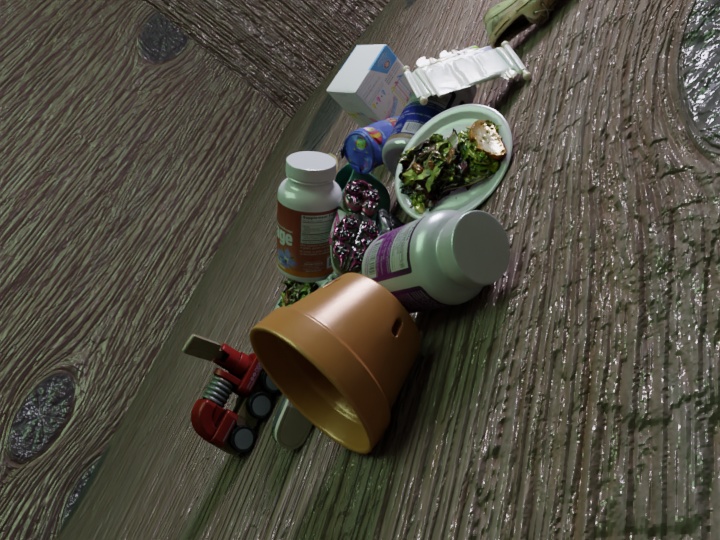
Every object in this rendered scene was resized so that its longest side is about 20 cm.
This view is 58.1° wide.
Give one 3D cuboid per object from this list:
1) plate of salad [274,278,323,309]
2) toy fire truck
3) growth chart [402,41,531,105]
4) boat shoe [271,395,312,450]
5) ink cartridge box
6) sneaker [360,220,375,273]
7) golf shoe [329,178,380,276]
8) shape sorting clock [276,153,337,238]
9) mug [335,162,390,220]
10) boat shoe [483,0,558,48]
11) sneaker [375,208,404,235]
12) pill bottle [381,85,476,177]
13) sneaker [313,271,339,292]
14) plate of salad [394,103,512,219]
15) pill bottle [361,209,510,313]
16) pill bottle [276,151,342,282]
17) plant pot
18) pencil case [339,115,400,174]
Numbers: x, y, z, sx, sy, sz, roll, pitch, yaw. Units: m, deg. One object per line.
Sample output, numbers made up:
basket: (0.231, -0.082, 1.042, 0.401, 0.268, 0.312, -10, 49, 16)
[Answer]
plate of salad: (-0.108, 0.061, 1.208, 0.198, 0.048, 0.202, -31, 39, 28)
toy fire truck: (-0.251, 0.207, 1.153, 0.178, 0.199, 0.128, -62, 19, -21)
growth chart: (0.171, -0.335, 1.083, 0.196, 0.018, 0.146, -13, 44, 8)
boat shoe: (-0.080, 0.169, 0.990, 0.203, 0.072, 0.062, -63, 22, -9)
ink cartridge box: (0.051, -0.381, 1.442, 0.130, 0.199, 0.125, -57, 36, -7)
sneaker: (0.000, 0.000, 1.074, 0.070, 0.073, 0.202, -34, 28, 40)
golf shoe: (-0.013, -0.050, 1.012, 0.202, 0.071, 0.093, -79, 11, -48)
shape sorting clock: (-0.103, -0.137, 1.262, 0.200, 0.039, 0.202, -47, 24, 27)
mug: (-0.020, -0.110, 1.251, 0.184, 0.114, 0.154, -20, 40, 62)
boat shoe: (0.303, -0.453, 1.113, 0.198, 0.070, 0.066, -23, 70, 46)
sneaker: (0.041, -0.032, 1.024, 0.080, 0.075, 0.201, -51, 18, 20)
pill bottle: (0.125, -0.254, 1.126, 0.115, 0.115, 0.202, -20, 38, 60)
sneaker: (-0.058, 0.079, 1.081, 0.201, 0.088, 0.081, -52, 0, -39)
plate of salad: (0.130, -0.166, 0.965, 0.197, 0.048, 0.204, -18, 58, 31)
pill bottle: (0.090, -0.010, 0.798, 0.199, 0.112, 0.114, -18, 41, 61)
pill bottle: (-0.088, -0.092, 1.107, 0.113, 0.110, 0.203, -89, 4, -61)
plant pot: (-0.018, 0.100, 0.792, 0.140, 0.201, 0.199, -43, 12, -26)
pencil case: (0.055, -0.235, 1.195, 0.198, 0.078, 0.088, -27, -34, -40)
